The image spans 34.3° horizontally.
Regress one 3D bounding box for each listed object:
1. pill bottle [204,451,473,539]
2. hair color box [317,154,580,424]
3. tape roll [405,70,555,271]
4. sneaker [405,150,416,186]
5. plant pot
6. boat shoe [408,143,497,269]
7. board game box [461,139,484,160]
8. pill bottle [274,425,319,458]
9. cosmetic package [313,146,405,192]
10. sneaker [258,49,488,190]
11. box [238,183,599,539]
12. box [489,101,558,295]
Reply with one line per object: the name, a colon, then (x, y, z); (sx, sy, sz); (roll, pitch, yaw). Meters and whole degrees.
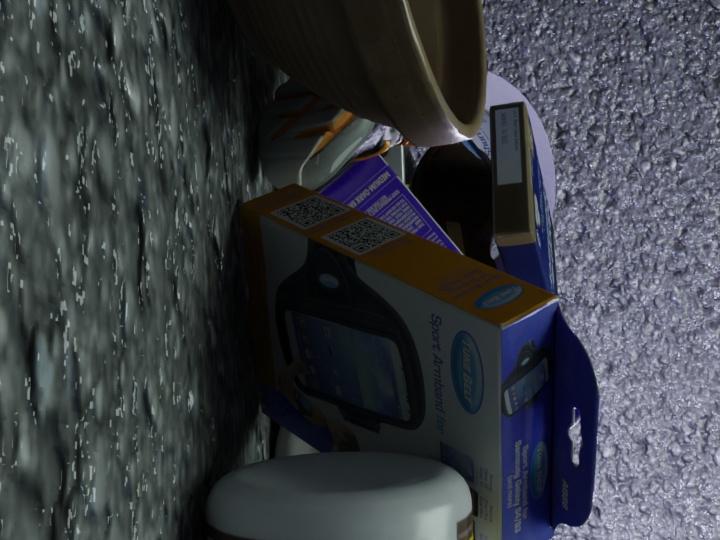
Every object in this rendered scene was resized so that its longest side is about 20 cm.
pill bottle: (-0.006, 0.181, 0.467); (0.109, 0.108, 0.203); (-15, 103, -85)
hair color box: (0.046, 0.027, 0.725); (0.201, 0.065, 0.109); (52, -6, 2)
tape roll: (0.071, -0.069, 0.989); (0.065, 0.198, 0.203); (9, -76, 58)
sneaker: (0.011, -0.105, 1.041); (0.076, 0.074, 0.203); (-153, -112, -76)
plant pot: (-0.008, -0.151, 0.531); (0.201, 0.091, 0.204); (-9, 90, -72)
boat shoe: (0.064, -0.014, 0.880); (0.204, 0.074, 0.075); (-82, -174, -47)
board game box: (0.011, -0.145, 0.851); (0.200, 0.039, 0.158); (48, 11, -10)
pill bottle: (0.015, 0.131, 0.727); (0.200, 0.113, 0.116); (75, 14, -71)
cosmetic package: (0.000, 0.000, 0.844); (0.101, 0.070, 0.203); (-74, 161, -82)
sneaker: (0.018, -0.100, 0.659); (0.200, 0.078, 0.078); (-48, 124, -35)
box: (0.020, 0.046, 0.524); (0.199, 0.041, 0.121); (27, -51, 46)
box: (0.130, -0.016, 0.894); (0.201, 0.032, 0.122); (68, 20, -51)
